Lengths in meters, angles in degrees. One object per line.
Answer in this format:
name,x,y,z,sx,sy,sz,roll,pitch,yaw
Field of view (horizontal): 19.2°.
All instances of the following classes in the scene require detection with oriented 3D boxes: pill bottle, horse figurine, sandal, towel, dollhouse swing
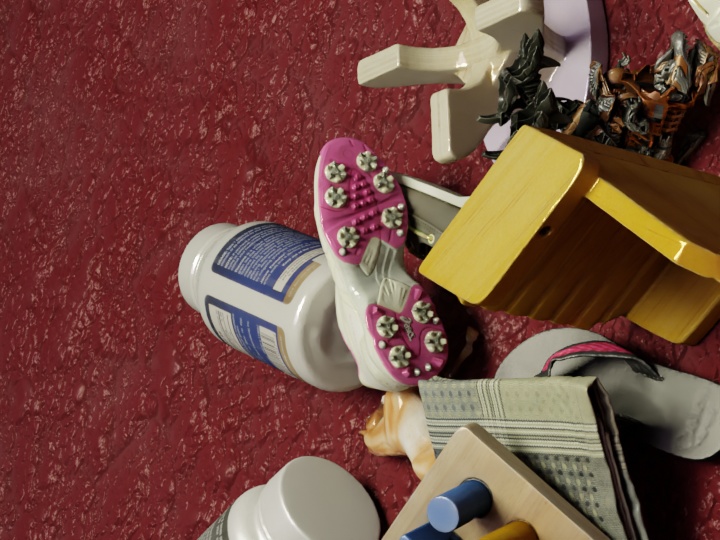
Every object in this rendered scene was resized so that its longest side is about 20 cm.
pill bottle,-0.080,0.244,1.703,0.200,0.114,0.114,-47,48,34
horse figurine,0.066,0.114,1.610,0.200,0.050,0.133,41,106,51
sandal,0.169,0.082,1.468,0.200,0.045,0.075,13,86,43
towel,0.127,0.162,1.479,0.200,0.035,0.193,-3,104,55
dollhouse swing,0.187,0.015,1.363,0.182,0.200,0.176,-55,45,27
pill bottle,-0.063,0.022,1.743,0.200,0.111,0.111,22,98,51

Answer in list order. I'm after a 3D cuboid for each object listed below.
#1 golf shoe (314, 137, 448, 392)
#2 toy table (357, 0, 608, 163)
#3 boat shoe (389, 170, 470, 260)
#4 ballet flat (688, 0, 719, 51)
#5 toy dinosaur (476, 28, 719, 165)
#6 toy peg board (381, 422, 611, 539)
golf shoe,0.000,0.000,1.617,0.092,0.075,0.200,-38,65,62
toy table,0.098,-0.165,1.588,0.184,0.117,0.200,-33,57,42
boat shoe,0.065,-0.033,1.630,0.202,0.072,0.060,20,92,48
ballet flat,0.247,-0.206,1.453,0.071,0.071,0.200,-39,53,39
toy dinosaur,0.160,-0.087,1.476,0.200,0.136,0.102,-58,22,7
toy peg board,0.075,0.244,1.410,0.199,0.098,0.200,41,116,19
